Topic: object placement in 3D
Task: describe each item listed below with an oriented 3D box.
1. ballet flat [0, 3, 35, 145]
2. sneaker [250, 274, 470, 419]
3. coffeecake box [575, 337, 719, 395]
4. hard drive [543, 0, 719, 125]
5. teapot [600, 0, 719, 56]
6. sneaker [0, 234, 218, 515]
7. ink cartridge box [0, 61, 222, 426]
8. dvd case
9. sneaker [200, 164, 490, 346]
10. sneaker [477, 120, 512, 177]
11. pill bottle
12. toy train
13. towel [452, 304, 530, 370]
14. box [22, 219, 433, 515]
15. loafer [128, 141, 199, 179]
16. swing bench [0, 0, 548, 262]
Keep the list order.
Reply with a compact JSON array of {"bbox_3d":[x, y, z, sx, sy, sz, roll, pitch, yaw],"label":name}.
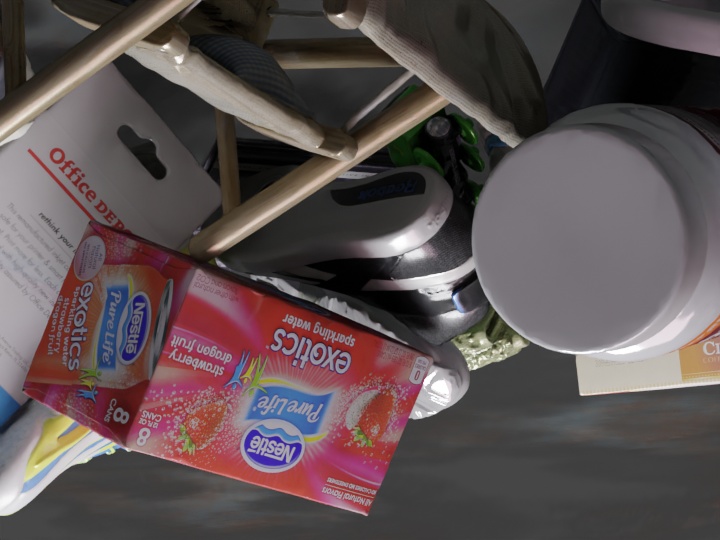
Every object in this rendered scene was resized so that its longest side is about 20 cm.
[{"bbox_3d":[-0.207,-0.091,1.098,0.073,0.073,0.200,12,164,-35],"label":"ballet flat"},{"bbox_3d":[0.016,0.023,1.318,0.099,0.078,0.200,-26,-147,-24],"label":"sneaker"},{"bbox_3d":[0.232,0.038,1.423,0.153,0.074,0.200,-6,177,15],"label":"coffeecake box"},{"bbox_3d":[0.185,-0.068,1.116,0.199,0.042,0.135,10,117,-27],"label":"hard drive"},{"bbox_3d":[0.237,-0.107,0.957,0.200,0.197,0.146,50,175,-29],"label":"teapot"},{"bbox_3d":[-0.129,0.076,1.198,0.105,0.200,0.076,48,156,-25],"label":"sneaker"},{"bbox_3d":[-0.186,-0.015,1.164,0.115,0.200,0.068,50,171,-26],"label":"ink cartridge box"},{"bbox_3d":[-0.036,-0.037,1.349,0.148,0.016,0.200,4,161,-14],"label":"dvd case"},{"bbox_3d":[0.000,0.000,1.225,0.199,0.073,0.112,2,143,49],"label":"sneaker"},{"bbox_3d":[0.113,-0.028,1.279,0.075,0.087,0.200,-9,162,17],"label":"sneaker"},{"bbox_3d":[0.130,-0.019,0.971,0.114,0.115,0.200,-10,180,25],"label":"pill bottle"},{"bbox_3d":[0.048,-0.039,1.249,0.056,0.042,0.200,38,164,25],"label":"toy train"},{"bbox_3d":[0.035,0.037,1.417,0.199,0.037,0.148,-14,-159,27],"label":"towel"},{"bbox_3d":[-0.067,0.055,1.143,0.095,0.100,0.200,23,180,43],"label":"box"},{"bbox_3d":[-0.137,-0.029,1.308,0.070,0.070,0.200,-25,173,-33],"label":"loafer"},{"bbox_3d":[-0.044,-0.109,0.968,0.199,0.130,0.199,-16,157,23],"label":"swing bench"}]
